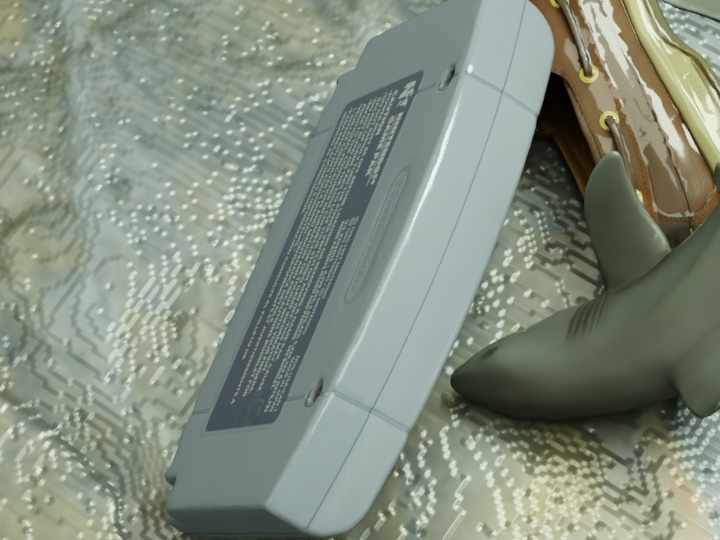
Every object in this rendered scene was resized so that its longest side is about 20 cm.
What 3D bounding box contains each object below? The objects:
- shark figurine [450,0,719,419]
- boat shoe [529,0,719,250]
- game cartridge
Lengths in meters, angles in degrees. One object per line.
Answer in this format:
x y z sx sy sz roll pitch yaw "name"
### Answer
0.114 -0.002 0.663 0.128 0.215 0.090 16 42 -2 "shark figurine"
0.076 -0.085 0.760 0.067 0.072 0.200 -28 69 -4 "boat shoe"
0.000 0.000 0.711 0.041 0.133 0.200 28 73 -16 "game cartridge"
